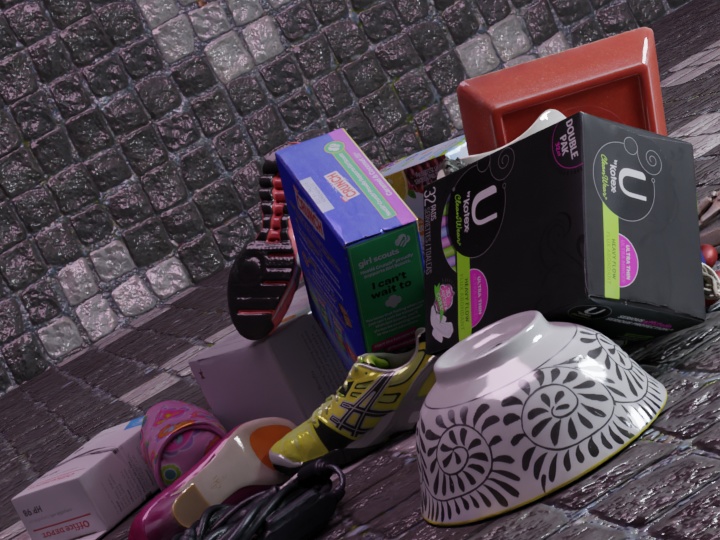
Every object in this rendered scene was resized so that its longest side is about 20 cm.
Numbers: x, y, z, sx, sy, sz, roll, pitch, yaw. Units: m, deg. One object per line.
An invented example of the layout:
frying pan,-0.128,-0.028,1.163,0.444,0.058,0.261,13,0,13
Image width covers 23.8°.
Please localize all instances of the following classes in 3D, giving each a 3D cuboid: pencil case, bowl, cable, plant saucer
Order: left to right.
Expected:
pencil case,-0.173,0.180,1.701,0.087,0.088,0.200,-29,8,-11
cable,-0.111,0.214,1.366,0.199,0.051,0.163,-34,9,-30
bowl,0.111,0.090,1.232,0.199,0.095,0.201,-28,7,4
plant saucer,0.204,-0.108,1.621,0.198,0.201,0.037,-17,27,-9

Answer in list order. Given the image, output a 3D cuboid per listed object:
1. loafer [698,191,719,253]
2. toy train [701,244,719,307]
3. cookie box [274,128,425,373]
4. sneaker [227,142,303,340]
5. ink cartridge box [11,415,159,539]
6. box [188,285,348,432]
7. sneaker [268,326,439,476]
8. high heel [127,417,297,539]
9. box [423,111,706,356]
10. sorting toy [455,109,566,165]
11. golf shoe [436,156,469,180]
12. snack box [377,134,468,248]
loafer,0.356,-0.070,1.521,0.199,0.063,0.072,-25,9,20
toy train,0.230,0.019,1.383,0.116,0.085,0.200,-43,11,16
cookie box,0.000,0.000,1.565,0.075,0.201,0.171,-22,40,-12
sneaker,-0.066,-0.020,1.687,0.073,0.202,0.087,6,-17,34
ink cartridge box,-0.281,0.229,1.799,0.115,0.067,0.200,-21,10,37
box,-0.048,0.085,1.769,0.199,0.107,0.152,-34,11,-37
sneaker,0.003,0.116,1.509,0.199,0.077,0.075,-28,9,11
high heel,-0.131,0.199,1.538,0.096,0.068,0.200,-38,2,40
box,0.155,-0.016,1.340,0.123,0.150,0.199,11,-20,-34
sorting toy,0.168,-0.044,1.576,0.199,0.181,0.107,-29,8,-5
golf shoe,0.102,-0.004,1.507,0.088,0.201,0.077,-34,-20,29
snack box,0.099,-0.052,1.907,0.068,0.170,0.199,-36,12,-30
